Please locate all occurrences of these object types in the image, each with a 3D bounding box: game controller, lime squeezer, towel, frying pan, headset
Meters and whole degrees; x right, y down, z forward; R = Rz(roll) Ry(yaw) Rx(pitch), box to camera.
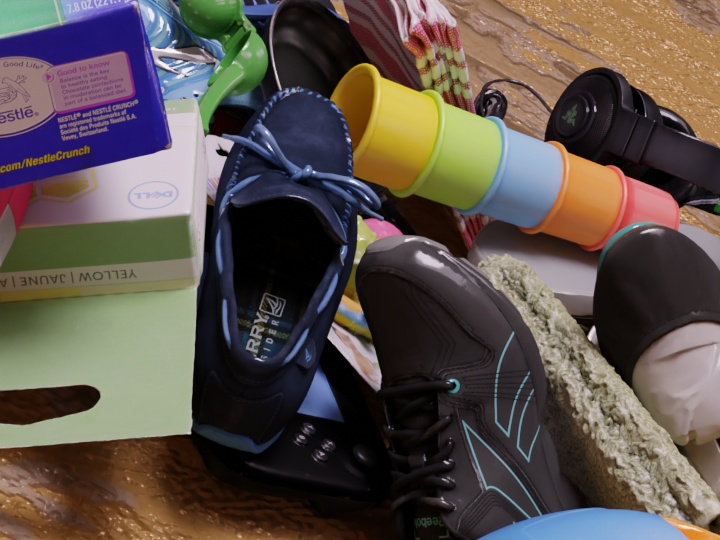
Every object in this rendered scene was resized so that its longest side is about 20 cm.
[{"bbox_3d":[-0.053,0.035,1.093,0.104,0.042,0.200,24,27,-38],"label":"game controller"},{"bbox_3d":[-0.086,-0.127,1.190,0.070,0.038,0.201,7,44,-30],"label":"lime squeezer"},{"bbox_3d":[0.113,0.095,1.088,0.036,0.149,0.200,-27,54,-11],"label":"towel"},{"bbox_3d":[0.002,-0.063,1.253,0.190,0.031,0.115,54,30,-24],"label":"frying pan"},{"bbox_3d":[0.143,-0.058,1.321,0.199,0.094,0.123,24,0,33],"label":"headset"},{"bbox_3d":[0.022,-0.109,1.287,0.030,0.200,0.147,-26,51,-9],"label":"towel"}]

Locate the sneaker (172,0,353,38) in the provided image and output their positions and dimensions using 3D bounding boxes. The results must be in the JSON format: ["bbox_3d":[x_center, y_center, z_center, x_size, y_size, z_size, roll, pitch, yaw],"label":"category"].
[{"bbox_3d":[-0.098,-0.152,1.331,0.199,0.070,0.078,10,27,-40],"label":"sneaker"}]

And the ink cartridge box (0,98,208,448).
[{"bbox_3d":[-0.141,-0.002,1.007,0.145,0.048,0.200,-4,32,1],"label":"ink cartridge box"}]

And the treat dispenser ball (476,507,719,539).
[{"bbox_3d":[0.087,0.186,0.836,0.200,0.201,0.201,23,30,-14],"label":"treat dispenser ball"}]

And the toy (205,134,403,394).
[{"bbox_3d":[0.000,0.000,1.137,0.200,0.047,0.115,53,14,9],"label":"toy"}]

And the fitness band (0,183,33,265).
[{"bbox_3d":[-0.216,-0.031,0.984,0.143,0.038,0.200,1,35,8],"label":"fitness band"}]

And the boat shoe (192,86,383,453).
[{"bbox_3d":[-0.028,-0.011,1.042,0.084,0.069,0.201,11,49,-11],"label":"boat shoe"}]

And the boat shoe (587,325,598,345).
[{"bbox_3d":[0.141,0.056,1.201,0.065,0.074,0.200,26,-1,21],"label":"boat shoe"}]

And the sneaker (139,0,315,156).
[{"bbox_3d":[-0.109,-0.098,1.220,0.199,0.079,0.090,19,34,-20],"label":"sneaker"}]

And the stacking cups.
[{"bbox_3d":[0.075,-0.045,1.212,0.199,0.061,0.061,21,30,-27],"label":"stacking cups"}]

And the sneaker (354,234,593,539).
[{"bbox_3d":[0.047,0.080,1.029,0.079,0.075,0.201,-37,105,-42],"label":"sneaker"}]

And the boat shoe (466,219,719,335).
[{"bbox_3d":[0.131,0.015,1.282,0.199,0.064,0.071,2,39,-40],"label":"boat shoe"}]

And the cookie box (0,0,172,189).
[{"bbox_3d":[-0.183,-0.111,0.998,0.170,0.076,0.200,-14,35,-7],"label":"cookie box"}]

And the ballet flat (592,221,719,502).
[{"bbox_3d":[0.157,0.067,1.077,0.068,0.201,0.069,-24,41,-5],"label":"ballet flat"}]
